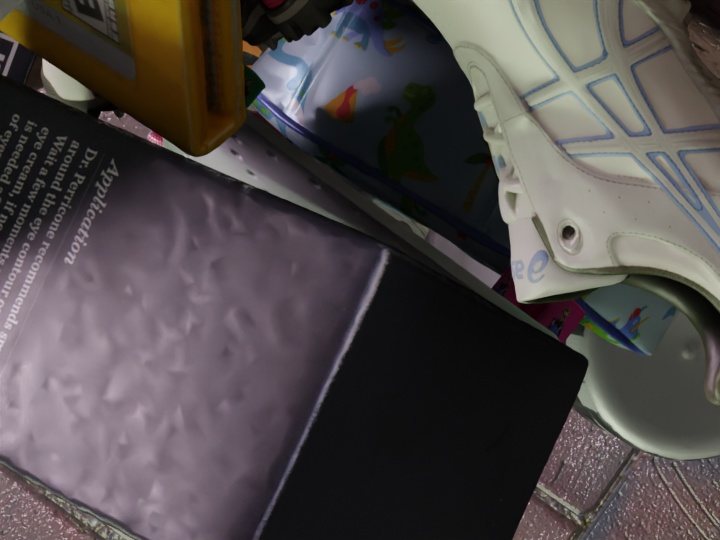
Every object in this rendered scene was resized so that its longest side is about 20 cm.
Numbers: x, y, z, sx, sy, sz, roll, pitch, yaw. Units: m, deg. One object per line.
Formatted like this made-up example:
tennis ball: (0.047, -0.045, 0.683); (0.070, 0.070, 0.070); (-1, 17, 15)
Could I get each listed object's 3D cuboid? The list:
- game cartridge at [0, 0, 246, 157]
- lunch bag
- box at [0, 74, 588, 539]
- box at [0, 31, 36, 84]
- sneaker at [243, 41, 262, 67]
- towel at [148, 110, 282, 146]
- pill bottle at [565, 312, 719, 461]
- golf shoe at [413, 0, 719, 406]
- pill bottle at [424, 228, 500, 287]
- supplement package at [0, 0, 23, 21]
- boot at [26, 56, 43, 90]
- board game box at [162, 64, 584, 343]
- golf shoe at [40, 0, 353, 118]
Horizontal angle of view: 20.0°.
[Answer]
game cartridge: (-0.122, -0.147, 0.672); (0.200, 0.032, 0.176); (31, 145, 25)
lunch bag: (0.055, -0.046, 0.905); (0.200, 0.083, 0.161); (33, 178, 31)
box: (-0.054, 0.028, 0.721); (0.200, 0.118, 0.197); (25, 179, 27)
box: (-0.227, -0.147, 0.880); (0.200, 0.199, 0.123); (21, -178, -12)
sneaker: (-0.060, -0.116, 1.116); (0.112, 0.078, 0.200); (21, -178, -8)
towel: (-0.034, -0.012, 1.198); (0.200, 0.030, 0.146); (57, -159, 12)
pill bottle: (0.154, 0.039, 1.067); (0.106, 0.106, 0.200); (34, 179, -1)
golf shoe: (0.059, -0.041, 0.568); (0.200, 0.097, 0.078); (36, -179, 3)
pill bottle: (0.109, 0.014, 1.285); (0.112, 0.112, 0.200); (34, 179, 17)
supplement package: (-0.160, -0.160, 0.544); (0.200, 0.114, 0.110); (34, 144, 6)
boot: (-0.209, -0.118, 1.035); (0.072, 0.200, 0.166); (59, -178, 24)
board game box: (0.000, 0.000, 0.886); (0.200, 0.026, 0.200); (37, 162, 11)
golf shoe: (-0.065, -0.116, 0.739); (0.200, 0.077, 0.088); (-18, 112, 51)
